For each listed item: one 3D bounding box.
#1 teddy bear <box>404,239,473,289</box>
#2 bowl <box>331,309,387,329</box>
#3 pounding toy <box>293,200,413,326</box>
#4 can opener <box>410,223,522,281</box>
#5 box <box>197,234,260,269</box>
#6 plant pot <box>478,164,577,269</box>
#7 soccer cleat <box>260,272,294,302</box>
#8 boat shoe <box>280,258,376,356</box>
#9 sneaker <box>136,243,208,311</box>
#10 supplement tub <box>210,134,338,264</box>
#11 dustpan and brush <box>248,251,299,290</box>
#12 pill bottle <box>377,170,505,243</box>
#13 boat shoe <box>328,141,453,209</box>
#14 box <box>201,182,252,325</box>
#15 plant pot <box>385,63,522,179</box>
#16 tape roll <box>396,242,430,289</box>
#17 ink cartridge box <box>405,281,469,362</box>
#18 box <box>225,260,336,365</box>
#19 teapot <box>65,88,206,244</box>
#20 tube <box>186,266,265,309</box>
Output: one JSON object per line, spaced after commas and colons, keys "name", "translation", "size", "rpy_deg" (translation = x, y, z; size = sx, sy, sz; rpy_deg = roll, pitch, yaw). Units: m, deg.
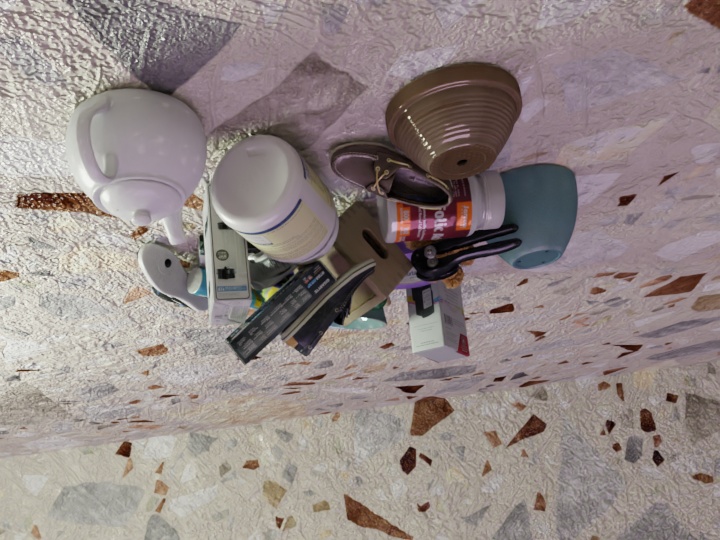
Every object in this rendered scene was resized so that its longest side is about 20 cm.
{"name": "teddy bear", "translation": [0.155, -0.046, 1.347], "size": [0.145, 0.066, 0.202], "rpy_deg": [-41, 129, -17]}
{"name": "bowl", "translation": [-0.036, 0.061, 1.565], "size": [0.196, 0.107, 0.201], "rpy_deg": [5, 168, 1]}
{"name": "pounding toy", "translation": [0.000, 0.000, 1.344], "size": [0.142, 0.200, 0.184], "rpy_deg": [-46, -174, -38]}
{"name": "can opener", "translation": [0.181, -0.038, 1.262], "size": [0.197, 0.065, 0.078], "rpy_deg": [-22, 167, 16]}
{"name": "box", "translation": [-0.214, -0.027, 1.405], "size": [0.196, 0.037, 0.145], "rpy_deg": [-4, 159, -15]}
{"name": "plant pot", "translation": [0.305, -0.082, 1.320], "size": [0.196, 0.137, 0.201], "rpy_deg": [-7, 160, -3]}
{"name": "soccer cleat", "translation": [-0.154, 0.030, 1.422], "size": [0.082, 0.066, 0.200], "rpy_deg": [7, 161, 16]}
{"name": "boat shoe", "translation": [-0.043, 0.059, 1.188], "size": [0.200, 0.062, 0.075], "rpy_deg": [-45, -175, -13]}
{"name": "sneaker", "translation": [-0.383, 0.016, 1.403], "size": [0.110, 0.074, 0.200], "rpy_deg": [7, 152, 36]}
{"name": "supplement tub", "translation": [-0.121, -0.098, 1.102], "size": [0.142, 0.148, 0.200], "rpy_deg": [-13, 158, 14]}
{"name": "dustpan and brush", "translation": [-0.172, -0.016, 1.274], "size": [0.139, 0.058, 0.199], "rpy_deg": [-39, -166, -33]}
{"name": "pill bottle", "translation": [0.132, -0.110, 1.210], "size": [0.196, 0.116, 0.115], "rpy_deg": [-5, 159, -7]}
{"name": "boat shoe", "translation": [0.048, -0.141, 1.102], "size": [0.196, 0.060, 0.073], "rpy_deg": [15, 119, -9]}
{"name": "box", "translation": [-0.218, -0.026, 1.174], "size": [0.059, 0.204, 0.117], "rpy_deg": [-2, 157, -17]}
{"name": "plant pot", "translation": [0.138, -0.193, 1.034], "size": [0.196, 0.095, 0.201], "rpy_deg": [-8, 160, -3]}
{"name": "tape roll", "translation": [0.100, -0.026, 1.483], "size": [0.196, 0.067, 0.201], "rpy_deg": [-8, 160, -3]}
{"name": "ink cartridge box", "translation": [0.169, 0.089, 1.616], "size": [0.082, 0.204, 0.145], "rpy_deg": [-15, 158, 27]}
{"name": "box", "translation": [-0.137, 0.067, 1.213], "size": [0.200, 0.046, 0.159], "rpy_deg": [-43, -173, -12]}
{"name": "teapot", "translation": [-0.292, -0.131, 0.953], "size": [0.197, 0.149, 0.197], "rpy_deg": [8, 154, -34]}
{"name": "tube", "translation": [-0.249, 0.042, 1.435], "size": [0.050, 0.078, 0.198], "rpy_deg": [-46, 141, 20]}
